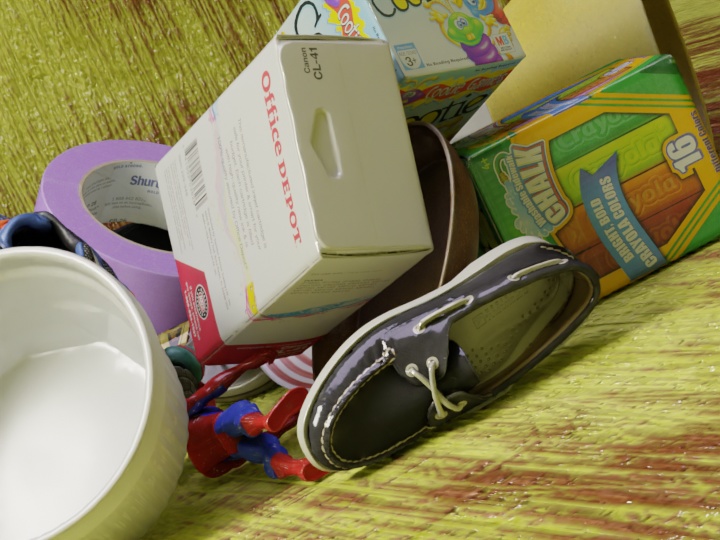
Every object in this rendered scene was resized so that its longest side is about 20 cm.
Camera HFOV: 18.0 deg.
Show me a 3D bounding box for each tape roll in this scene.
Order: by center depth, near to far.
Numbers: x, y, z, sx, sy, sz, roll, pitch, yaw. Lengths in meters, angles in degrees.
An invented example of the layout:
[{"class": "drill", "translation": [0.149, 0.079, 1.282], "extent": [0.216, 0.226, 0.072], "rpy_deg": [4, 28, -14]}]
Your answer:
[{"class": "tape roll", "translation": [-0.171, -0.027, 1.876], "extent": [0.200, 0.200, 0.066], "rpy_deg": [-37, -29, -54]}]

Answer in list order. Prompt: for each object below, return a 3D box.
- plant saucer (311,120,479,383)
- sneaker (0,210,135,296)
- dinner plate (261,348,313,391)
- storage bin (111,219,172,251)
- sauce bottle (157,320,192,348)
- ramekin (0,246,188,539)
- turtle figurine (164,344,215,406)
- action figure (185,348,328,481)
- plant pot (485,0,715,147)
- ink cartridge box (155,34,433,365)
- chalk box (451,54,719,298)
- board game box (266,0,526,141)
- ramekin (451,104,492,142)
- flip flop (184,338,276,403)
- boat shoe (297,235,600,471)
[{"class": "plant saucer", "translation": [0.025, 0.006, 1.437], "extent": [0.034, 0.201, 0.200], "rpy_deg": [16, -8, -21]}, {"class": "sneaker", "translation": [-0.226, -0.011, 1.531], "extent": [0.200, 0.079, 0.075], "rpy_deg": [19, 52, 38]}, {"class": "dinner plate", "translation": [0.000, 0.000, 1.625], "extent": [0.200, 0.024, 0.201], "rpy_deg": [-25, 48, 31]}, {"class": "storage bin", "translation": [-0.217, 0.049, 1.945], "extent": [0.094, 0.136, 0.200], "rpy_deg": [-21, 9, 36]}, {"class": "sauce bottle", "translation": [-0.142, 0.077, 1.794], "extent": [0.200, 0.065, 0.065], "rpy_deg": [-25, 8, 4]}, {"class": "ramekin", "translation": [-0.200, 0.096, 1.399], "extent": [0.200, 0.201, 0.105], "rpy_deg": [-25, -28, 6]}, {"class": "turtle figurine", "translation": [-0.168, 0.096, 1.558], "extent": [0.100, 0.150, 0.200], "rpy_deg": [4, 34, 34]}, {"class": "action figure", "translation": [-0.056, 0.089, 1.442], "extent": [0.099, 0.065, 0.200], "rpy_deg": [-38, 13, -26]}, {"class": "plant pot", "translation": [0.170, -0.150, 1.729], "extent": [0.142, 0.201, 0.200], "rpy_deg": [-20, 9, 15]}, {"class": "ink cartridge box", "translation": [-0.046, -0.041, 1.437], "extent": [0.085, 0.148, 0.200], "rpy_deg": [-3, -19, -30]}, {"class": "chalk box", "translation": [0.128, -0.044, 1.502], "extent": [0.200, 0.125, 0.124], "rpy_deg": [-28, 8, -7]}, {"class": "board game box", "translation": [0.005, -0.124, 1.527], "extent": [0.105, 0.103, 0.200], "rpy_deg": [-13, -22, -34]}, {"class": "ramekin", "translation": [0.135, -0.110, 1.916], "extent": [0.200, 0.105, 0.200], "rpy_deg": [-25, 8, 4]}, {"class": "flip flop", "translation": [-0.060, 0.043, 1.693], "extent": [0.200, 0.058, 0.081], "rpy_deg": [-16, 44, 33]}, {"class": "boat shoe", "translation": [0.054, 0.052, 1.316], "extent": [0.200, 0.074, 0.060], "rpy_deg": [-33, 25, -19]}]
